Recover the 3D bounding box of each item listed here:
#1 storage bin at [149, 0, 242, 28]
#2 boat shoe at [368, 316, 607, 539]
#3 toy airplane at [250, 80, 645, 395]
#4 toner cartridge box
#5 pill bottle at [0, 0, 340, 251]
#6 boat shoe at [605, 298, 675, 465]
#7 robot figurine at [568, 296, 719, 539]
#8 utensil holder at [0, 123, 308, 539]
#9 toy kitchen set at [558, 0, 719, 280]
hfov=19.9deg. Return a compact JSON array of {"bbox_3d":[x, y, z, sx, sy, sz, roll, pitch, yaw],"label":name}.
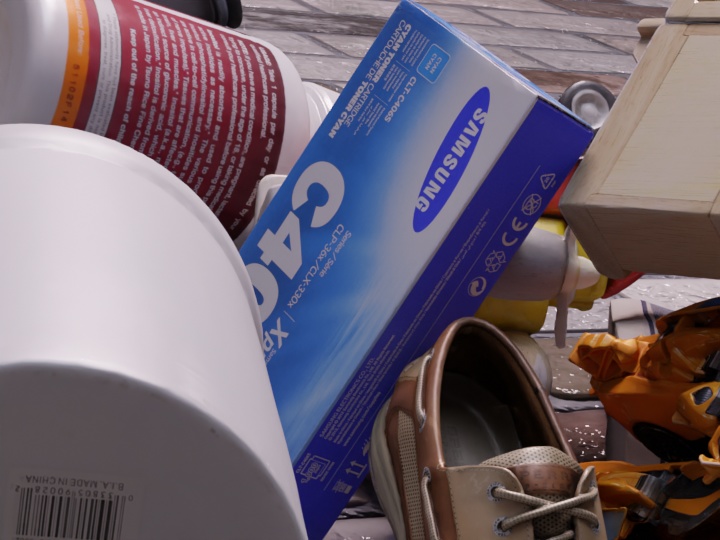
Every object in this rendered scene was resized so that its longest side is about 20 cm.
[{"bbox_3d":[-0.208,-0.234,1.663,0.134,0.147,0.200,-30,35,-23],"label":"storage bin"},{"bbox_3d":[0.051,0.095,0.716,0.075,0.072,0.201,1,39,-23],"label":"boat shoe"},{"bbox_3d":[0.041,0.006,0.949,0.198,0.142,0.199,-23,-13,30],"label":"toy airplane"},{"bbox_3d":[0.000,0.000,0.821,0.043,0.201,0.095,24,12,-46],"label":"toner cartridge box"},{"bbox_3d":[-0.098,-0.069,0.988,0.199,0.114,0.113,15,10,-37],"label":"pill bottle"},{"bbox_3d":[0.164,0.056,0.974,0.092,0.075,0.200,4,15,5],"label":"boat shoe"},{"bbox_3d":[0.131,0.062,0.747,0.058,0.146,0.200,39,-22,-16],"label":"robot figurine"},{"bbox_3d":[-0.104,0.064,0.639,0.168,0.171,0.200,6,20,-12],"label":"utensil holder"},{"bbox_3d":[0.161,-0.030,0.879,0.162,0.200,0.181,5,53,42],"label":"toy kitchen set"}]
